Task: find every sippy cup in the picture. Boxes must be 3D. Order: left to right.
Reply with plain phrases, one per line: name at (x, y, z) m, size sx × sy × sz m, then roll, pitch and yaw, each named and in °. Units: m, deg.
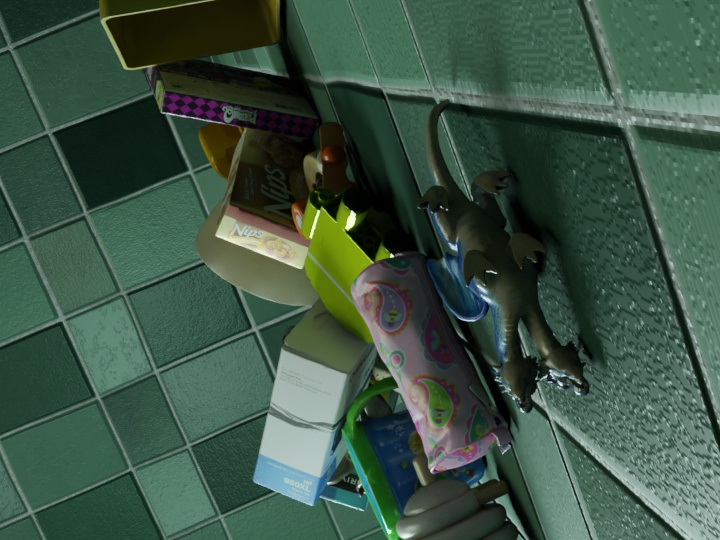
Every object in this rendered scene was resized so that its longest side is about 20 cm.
sippy cup at (0.063, 0.210, 1.251) m, size 0.178 × 0.130 × 0.140 m, roll 75°, pitch 169°, yaw -51°

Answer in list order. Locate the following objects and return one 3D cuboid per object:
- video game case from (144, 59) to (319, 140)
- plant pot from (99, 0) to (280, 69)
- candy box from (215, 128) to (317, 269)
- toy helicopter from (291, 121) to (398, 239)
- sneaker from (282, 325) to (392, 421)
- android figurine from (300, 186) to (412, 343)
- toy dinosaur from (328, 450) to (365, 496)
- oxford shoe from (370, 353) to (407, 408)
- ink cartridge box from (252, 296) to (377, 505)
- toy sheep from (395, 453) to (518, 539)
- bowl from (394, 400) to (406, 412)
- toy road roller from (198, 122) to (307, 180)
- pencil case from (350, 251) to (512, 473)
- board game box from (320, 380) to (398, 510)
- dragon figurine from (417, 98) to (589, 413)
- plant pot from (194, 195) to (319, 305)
video game case at (-0.170, -0.229, 1.458) m, size 0.181 × 0.199 × 0.036 m, roll -123°, pitch 45°, yaw -58°
plant pot at (-0.209, -0.365, 1.332) m, size 0.200 × 0.199 × 0.177 m, roll 124°, pitch 135°, yaw -83°
candy box at (-0.107, -0.097, 1.405) m, size 0.200 × 0.115 × 0.055 m, roll -86°, pitch 21°, yaw -53°
toy helicopter at (-0.011, -0.079, 1.236) m, size 0.200 × 0.079 × 0.133 m, roll 42°, pitch 147°, yaw 52°
sneaker at (-0.053, 0.159, 1.444) m, size 0.200 × 0.114 × 0.076 m, roll 48°, pitch 178°, yaw -38°
android figurine at (0.000, 0.000, 1.184) m, size 0.182 × 0.041 × 0.200 m, roll 46°, pitch 152°, yaw 18°
toy dinosaur at (0.035, 0.242, 1.469) m, size 0.077 × 0.199 × 0.103 m, roll -55°, pitch -40°, yaw -57°
oxford shoe at (0.037, 0.131, 1.458) m, size 0.200 × 0.074 × 0.071 m, roll -120°, pitch 9°, yaw -50°
ink cartridge box at (-0.046, 0.145, 1.308) m, size 0.145 × 0.084 × 0.201 m, roll -53°, pitch -19°, yaw -56°
toy sheep at (0.103, 0.281, 1.152) m, size 0.138 × 0.137 × 0.201 m, roll 97°, pitch 150°, yaw -78°
bowl at (0.075, 0.278, 1.598) m, size 0.201 × 0.090 × 0.202 m, roll 156°, pitch 90°, yaw -84°
toy road roller at (-0.146, -0.168, 1.632) m, size 0.123 × 0.145 × 0.200 m, roll -118°, pitch 8°, yaw -46°
pencil case at (0.064, 0.082, 1.025) m, size 0.087 × 0.087 × 0.201 m, roll 85°, pitch 161°, yaw -71°
board game box at (-0.036, 0.208, 1.542) m, size 0.047 × 0.150 × 0.201 m, roll 48°, pitch -122°, yaw -83°
dragon figurine at (0.074, -0.007, 0.691) m, size 0.100 × 0.059 × 0.200 m, roll 76°, pitch 168°, yaw -55°
plant pot at (-0.110, -0.062, 1.541) m, size 0.135 × 0.200 × 0.200 m, roll -65°, pitch 28°, yaw 22°
